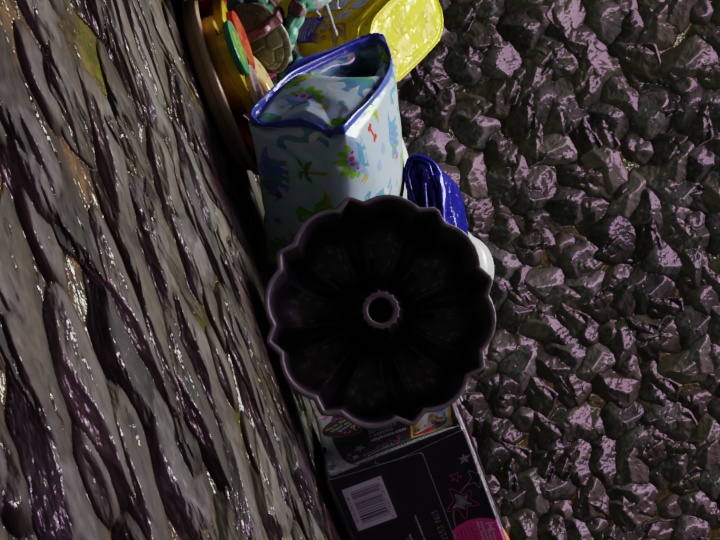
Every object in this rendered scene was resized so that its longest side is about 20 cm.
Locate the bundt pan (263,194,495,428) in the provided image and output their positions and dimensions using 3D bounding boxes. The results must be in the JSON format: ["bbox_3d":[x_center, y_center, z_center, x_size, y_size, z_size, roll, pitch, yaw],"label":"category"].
[{"bbox_3d":[0.014,0.039,1.418,0.076,0.201,0.203,122,-50,-81],"label":"bundt pan"}]

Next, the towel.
[{"bbox_3d":[0.083,-0.033,1.640,0.200,0.049,0.149,22,66,-79],"label":"towel"}]

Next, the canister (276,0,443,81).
[{"bbox_3d":[-0.023,-0.277,1.914,0.149,0.199,0.087,-48,127,-40],"label":"canister"}]

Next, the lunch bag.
[{"bbox_3d":[-0.016,-0.110,1.538,0.200,0.127,0.171,-50,143,-49],"label":"lunch bag"}]

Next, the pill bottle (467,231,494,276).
[{"bbox_3d":[0.069,-0.002,1.829,0.200,0.113,0.114,4,64,-58],"label":"pill bottle"}]

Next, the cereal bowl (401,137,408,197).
[{"bbox_3d":[-0.022,-0.103,1.919,0.200,0.083,0.201,29,-55,52],"label":"cereal bowl"}]

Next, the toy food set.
[{"bbox_3d":[-0.120,-0.182,1.586,0.198,0.048,0.201,-102,172,-54],"label":"toy food set"}]

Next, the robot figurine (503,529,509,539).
[{"bbox_3d":[0.115,0.322,1.835,0.143,0.117,0.200,32,-10,21],"label":"robot figurine"}]

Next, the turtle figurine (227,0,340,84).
[{"bbox_3d":[-0.097,-0.265,1.708,0.201,0.149,0.101,57,24,-21],"label":"turtle figurine"}]

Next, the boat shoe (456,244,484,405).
[{"bbox_3d":[0.127,0.063,1.946,0.072,0.067,0.201,64,26,-66],"label":"boat shoe"}]

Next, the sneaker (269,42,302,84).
[{"bbox_3d":[-0.090,-0.197,1.823,0.087,0.073,0.201,-124,-161,-85],"label":"sneaker"}]

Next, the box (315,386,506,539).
[{"bbox_3d":[0.053,0.217,1.474,0.115,0.131,0.201,-107,176,-66],"label":"box"}]
